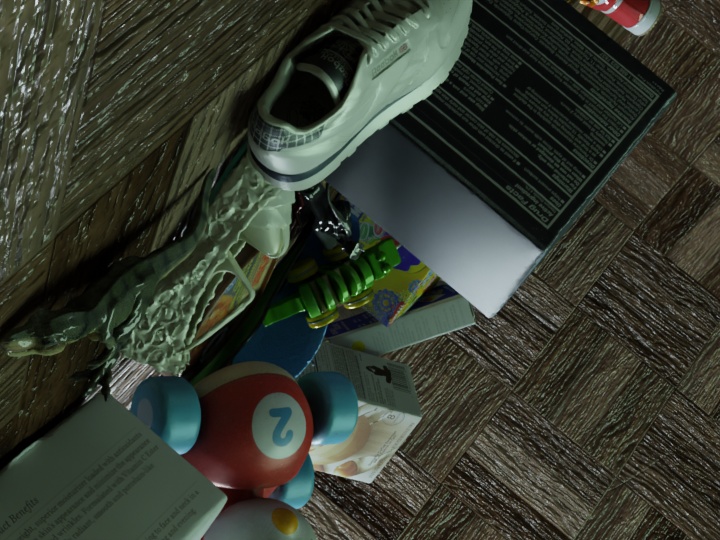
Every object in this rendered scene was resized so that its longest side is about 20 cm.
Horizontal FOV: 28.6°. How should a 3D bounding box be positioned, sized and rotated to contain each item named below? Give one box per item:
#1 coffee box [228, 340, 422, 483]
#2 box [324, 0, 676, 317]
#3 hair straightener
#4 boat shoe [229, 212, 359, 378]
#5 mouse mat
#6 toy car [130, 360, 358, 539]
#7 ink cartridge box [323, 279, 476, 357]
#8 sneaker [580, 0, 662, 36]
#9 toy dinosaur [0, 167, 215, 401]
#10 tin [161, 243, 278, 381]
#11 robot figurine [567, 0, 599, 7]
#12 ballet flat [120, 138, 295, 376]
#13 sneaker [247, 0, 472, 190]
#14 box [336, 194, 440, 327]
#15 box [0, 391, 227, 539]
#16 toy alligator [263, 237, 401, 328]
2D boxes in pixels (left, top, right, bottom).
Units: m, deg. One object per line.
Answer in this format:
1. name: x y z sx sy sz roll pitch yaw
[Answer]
1. coffee box: -0.054 0.135 1.436 0.115 0.199 0.080 -56 -150 32
2. box: 0.093 -0.110 1.074 0.198 0.200 0.123 -46 173 -32
3. hair straightener: -0.019 -0.048 1.185 0.041 0.077 0.200 -47 174 -10
4. boat shoe: -0.059 0.035 1.338 0.200 0.084 0.069 -55 -166 -9
5. mouse mat: -0.113 0.060 1.232 0.161 0.008 0.200 -47 -172 28
6. toy car: -0.080 0.194 1.110 0.184 0.200 0.177 1 135 -37
7. ink cartridge box: 0.012 0.061 1.564 0.199 0.047 0.198 -19 -172 -5
8. sneaker: 0.306 -0.375 1.811 0.071 0.112 0.200 -55 -157 18
9. toy dinosaur: -0.141 0.019 0.837 0.200 0.047 0.088 -49 168 -51
10. tin: -0.113 0.022 1.107 0.112 0.042 0.200 -43 171 -31
11. robot figurine: 0.271 -0.357 1.599 0.145 0.058 0.200 -50 174 1
12. ballet flat: -0.087 -0.013 0.948 0.200 0.072 0.072 -53 174 9
13. sneaker: 0.006 -0.137 0.882 0.200 0.076 0.081 -51 165 -16
14. box: 0.064 -0.075 1.460 0.200 0.122 0.193 -53 173 22
15. box: -0.230 0.228 1.013 0.200 0.131 0.199 -54 174 34
16. toy alligator: 0.000 0.000 1.290 0.199 0.060 0.054 -28 -165 -20
